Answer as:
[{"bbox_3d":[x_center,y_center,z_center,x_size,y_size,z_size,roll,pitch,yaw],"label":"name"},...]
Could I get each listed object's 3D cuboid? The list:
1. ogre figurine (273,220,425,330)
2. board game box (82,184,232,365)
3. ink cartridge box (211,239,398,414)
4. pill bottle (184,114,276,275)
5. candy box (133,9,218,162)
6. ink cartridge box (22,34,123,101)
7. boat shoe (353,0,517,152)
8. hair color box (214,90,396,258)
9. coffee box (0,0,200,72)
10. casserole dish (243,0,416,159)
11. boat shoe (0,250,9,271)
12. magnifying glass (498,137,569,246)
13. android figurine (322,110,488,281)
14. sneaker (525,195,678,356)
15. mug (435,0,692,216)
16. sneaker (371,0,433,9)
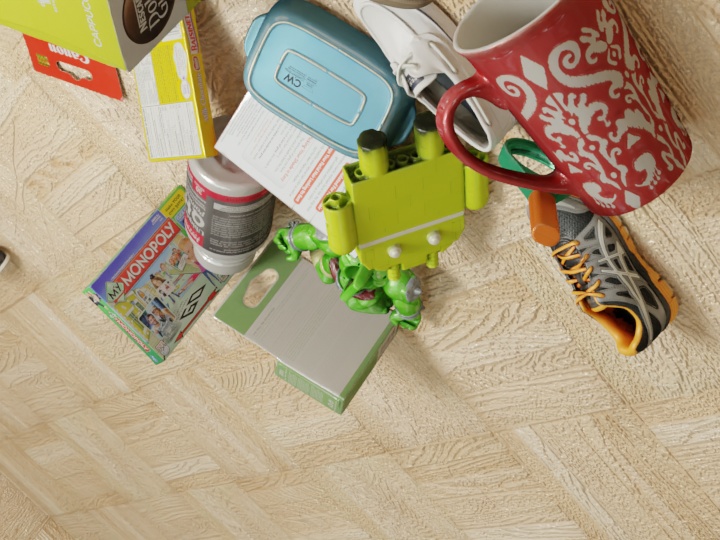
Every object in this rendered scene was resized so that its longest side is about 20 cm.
[{"bbox_3d":[0.000,0.000,1.413,0.201,0.098,0.120,52,158,-1],"label":"ogre figurine"},{"bbox_3d":[-0.249,0.004,1.555,0.135,0.201,0.029,46,144,-15],"label":"board game box"},{"bbox_3d":[-0.068,0.069,1.514,0.198,0.146,0.048,30,148,12],"label":"ink cartridge box"},{"bbox_3d":[-0.157,-0.083,1.444,0.110,0.111,0.201,30,146,10],"label":"pill bottle"},{"bbox_3d":[-0.212,-0.223,1.322,0.101,0.026,0.203,3,106,44],"label":"candy box"},{"bbox_3d":[-0.384,-0.294,1.459,0.160,0.050,0.202,21,140,25],"label":"ink cartridge box"},{"bbox_3d":[0.066,-0.194,1.136,0.199,0.066,0.074,39,148,-2],"label":"boat shoe"},{"bbox_3d":[-0.046,-0.122,1.301,0.199,0.064,0.111,39,120,1],"label":"hair color box"},{"bbox_3d":[-0.258,-0.347,1.136,0.198,0.198,0.201,23,145,21],"label":"coffee box"},{"bbox_3d":[-0.036,-0.189,1.213,0.198,0.039,0.122,32,116,4],"label":"casserole dish"},{"bbox_3d":[-0.667,-0.024,2.045,0.199,0.074,0.061,9,143,49],"label":"boat shoe"},{"bbox_3d":[0.164,-0.074,1.089,0.079,0.201,0.023,23,118,-5],"label":"magnifying glass"},{"bbox_3d":[0.048,-0.068,1.238,0.202,0.180,0.041,84,164,-46],"label":"android figurine"},{"bbox_3d":[0.237,0.001,1.203,0.200,0.077,0.078,44,148,-7],"label":"sneaker"},{"bbox_3d":[0.171,-0.146,1.030,0.176,0.134,0.200,-27,118,30],"label":"mug"},{"bbox_3d":[-0.010,-0.310,1.063,0.199,0.071,0.076,34,146,4],"label":"sneaker"}]
